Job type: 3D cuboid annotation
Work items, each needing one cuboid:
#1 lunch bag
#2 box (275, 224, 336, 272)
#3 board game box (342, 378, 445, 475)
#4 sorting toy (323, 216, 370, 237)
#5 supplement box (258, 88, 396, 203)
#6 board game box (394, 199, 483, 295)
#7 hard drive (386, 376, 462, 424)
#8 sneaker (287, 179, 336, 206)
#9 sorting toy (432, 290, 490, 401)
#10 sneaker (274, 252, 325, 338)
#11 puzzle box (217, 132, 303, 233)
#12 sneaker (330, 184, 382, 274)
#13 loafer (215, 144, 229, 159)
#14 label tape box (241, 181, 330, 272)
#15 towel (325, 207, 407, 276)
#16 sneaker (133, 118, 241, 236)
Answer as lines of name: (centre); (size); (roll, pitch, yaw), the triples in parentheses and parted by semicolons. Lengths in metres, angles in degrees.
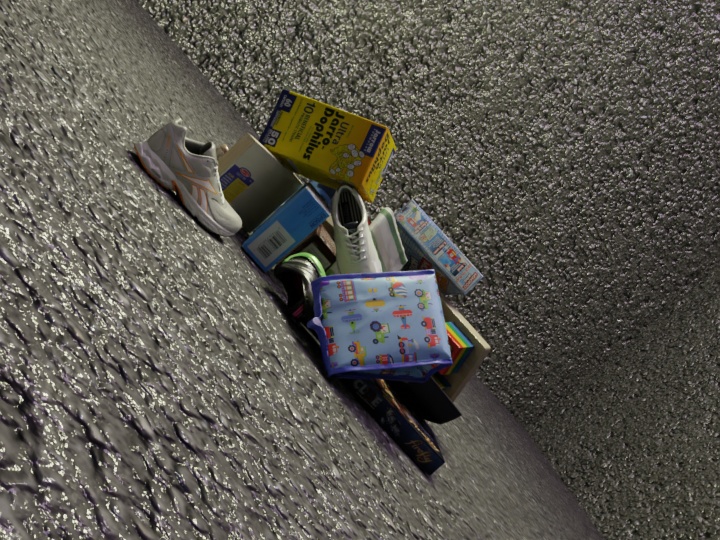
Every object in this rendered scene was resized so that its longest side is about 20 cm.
lunch bag: (0.019, 0.081, 1.289); (0.199, 0.094, 0.151); (3, 64, -27)
box: (-0.092, -0.022, 1.604); (0.075, 0.100, 0.200); (49, 5, -9)
board game box: (0.046, 0.215, 1.374); (0.200, 0.035, 0.136); (48, 4, -11)
sorting toy: (-0.014, -0.065, 1.787); (0.200, 0.070, 0.199); (43, -12, 49)
supplement box: (-0.055, -0.211, 1.497); (0.199, 0.109, 0.110); (22, -7, 14)
board game box: (0.139, -0.012, 1.743); (0.200, 0.062, 0.200); (42, -24, 13)
hard drive: (0.074, 0.188, 1.459); (0.135, 0.042, 0.200); (51, -16, -20)
sneaker: (-0.104, -0.107, 1.627); (0.074, 0.200, 0.082); (55, 10, -27)
sorting toy: (0.119, 0.156, 1.690); (0.069, 0.199, 0.200); (0, 40, -45)
sneaker: (-0.072, 0.069, 1.334); (0.084, 0.077, 0.200); (-16, 69, -42)
puzzle box: (-0.187, -0.143, 1.477); (0.025, 0.133, 0.200); (51, 4, 24)
sneaker: (-0.013, -0.045, 1.441); (0.071, 0.073, 0.201); (78, -5, -74)
loafer: (-0.232, -0.173, 1.725); (0.200, 0.063, 0.072); (44, 8, -50)
label tape box: (-0.122, -0.079, 1.498); (0.066, 0.143, 0.200); (48, 5, -6)
towel: (0.000, 0.000, 1.546); (0.031, 0.200, 0.149); (27, -28, 35)
sneaker: (-0.227, -0.133, 1.270); (0.200, 0.092, 0.076); (46, 6, -35)
